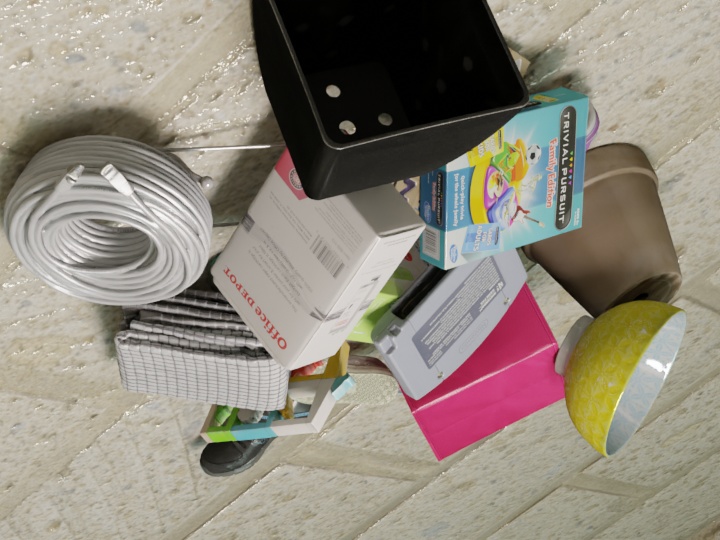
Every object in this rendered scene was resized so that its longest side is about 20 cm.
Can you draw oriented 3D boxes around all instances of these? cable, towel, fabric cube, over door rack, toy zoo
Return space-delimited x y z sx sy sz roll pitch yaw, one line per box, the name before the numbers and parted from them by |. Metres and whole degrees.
cable | -0.242 -0.044 1.370 0.199 0.070 0.200 -23 138 33
towel | -0.176 0.088 1.625 0.198 0.086 0.166 7 155 -1
fabric cube | 0.133 0.091 1.831 0.198 0.197 0.200 -25 152 1
over door rack | -0.146 -0.074 1.463 0.198 0.067 0.148 -15 150 -21
toy zoo | -0.091 0.143 1.721 0.198 0.132 0.021 -10 132 31

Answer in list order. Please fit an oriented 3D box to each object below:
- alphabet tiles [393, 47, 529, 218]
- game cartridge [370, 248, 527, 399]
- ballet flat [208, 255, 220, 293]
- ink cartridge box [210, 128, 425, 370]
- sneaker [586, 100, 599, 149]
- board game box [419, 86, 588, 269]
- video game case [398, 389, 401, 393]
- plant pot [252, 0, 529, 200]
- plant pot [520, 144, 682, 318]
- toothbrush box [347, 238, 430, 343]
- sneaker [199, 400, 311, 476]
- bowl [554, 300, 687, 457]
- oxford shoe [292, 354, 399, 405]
alphabet tiles | 0.104 -0.148 1.491 0.166 0.006 0.201 23 93 -42
game cartridge | 0.103 0.043 1.602 0.200 0.041 0.134 -46 143 -14
ballet flat | -0.118 0.043 1.679 0.067 0.064 0.200 -29 151 3
ink cartridge box | -0.048 -0.021 1.454 0.082 0.147 0.201 -15 148 -49
sneaker | 0.186 -0.129 1.651 0.199 0.073 0.114 -22 168 10
board game box | 0.154 -0.100 1.515 0.199 0.047 0.152 -17 118 -33
video game case | 0.150 0.115 2.067 0.142 0.018 0.200 6 137 -44
plant pot | 0.007 -0.174 1.315 0.198 0.201 0.178 -14 160 -22
plant pot | 0.314 -0.029 1.810 0.198 0.175 0.201 -19 150 -11
toothbrush box | 0.000 0.000 1.623 0.086 0.146 0.199 -43 147 26
sneaker | -0.141 0.202 1.930 0.199 0.073 0.082 -34 135 1
bowl | 0.300 0.114 1.724 0.200 0.107 0.201 -46 152 -34
oxford shoe | -0.045 0.136 1.884 0.198 0.058 0.076 10 113 -24
